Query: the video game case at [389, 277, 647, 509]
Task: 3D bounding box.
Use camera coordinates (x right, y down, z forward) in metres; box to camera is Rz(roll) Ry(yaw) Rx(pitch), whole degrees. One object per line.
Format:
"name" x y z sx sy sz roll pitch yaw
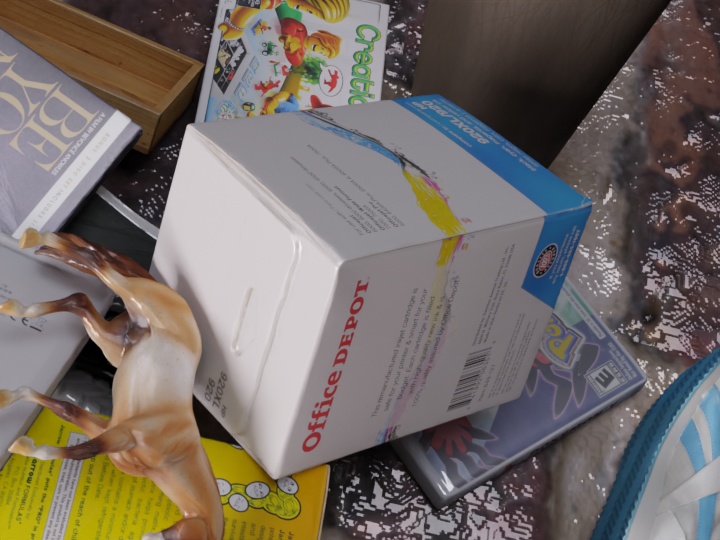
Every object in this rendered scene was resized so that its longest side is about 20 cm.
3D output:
"video game case" 0.067 0.037 1.026 0.182 0.023 0.200 -26 68 -28

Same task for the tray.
"tray" -0.217 -0.150 1.041 0.200 0.037 0.099 23 30 1

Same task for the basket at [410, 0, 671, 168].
"basket" 0.112 -0.170 1.052 0.180 0.200 0.136 35 43 15

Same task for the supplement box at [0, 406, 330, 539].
"supplement box" -0.129 0.156 0.844 0.200 0.109 0.110 14 55 -7

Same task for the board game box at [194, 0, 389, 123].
"board game box" -0.049 -0.125 1.079 0.126 0.035 0.200 11 51 -7

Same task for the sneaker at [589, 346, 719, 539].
"sneaker" 0.216 0.133 0.980 0.081 0.077 0.200 33 61 -3

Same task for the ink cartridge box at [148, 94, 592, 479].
"ink cartridge box" 0.000 0.000 0.881 0.200 0.147 0.145 -12 41 -41

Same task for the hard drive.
"hard drive" -0.228 0.044 0.805 0.132 0.025 0.200 24 37 1

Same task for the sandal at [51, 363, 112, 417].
"sandal" -0.197 0.074 0.911 0.202 0.082 0.050 34 99 5

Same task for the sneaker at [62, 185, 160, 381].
"sneaker" -0.182 -0.003 0.939 0.200 0.071 0.099 30 31 1

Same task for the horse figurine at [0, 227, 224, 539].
"horse figurine" -0.127 0.054 0.802 0.132 0.050 0.200 21 41 -31

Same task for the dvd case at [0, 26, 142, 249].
"dvd case" -0.256 -0.087 0.920 0.200 0.016 0.149 35 71 3
